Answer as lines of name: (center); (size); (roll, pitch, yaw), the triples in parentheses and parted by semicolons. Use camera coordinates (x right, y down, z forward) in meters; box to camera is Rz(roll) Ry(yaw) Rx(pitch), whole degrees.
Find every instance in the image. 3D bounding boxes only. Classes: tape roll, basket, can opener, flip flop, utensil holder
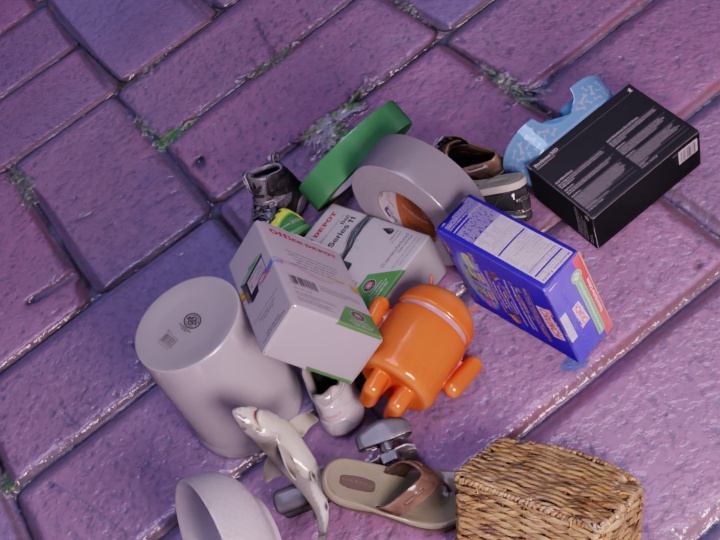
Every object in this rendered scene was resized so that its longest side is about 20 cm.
tape roll: (0.084, -0.098, 1.628); (0.199, 0.201, 0.066); (22, 62, 39)
basket: (0.216, 0.295, 1.310); (0.198, 0.151, 0.142); (13, 25, 35)
can opener: (-0.021, 0.250, 1.472); (0.198, 0.053, 0.068); (-23, 64, 7)
tape roll: (-0.007, -0.175, 1.762); (0.200, 0.200, 0.048); (-42, 88, -12)
flip flop: (0.051, 0.261, 1.393); (0.197, 0.058, 0.082); (11, 52, 0)
utensil holder: (-0.192, 0.130, 1.569); (0.168, 0.201, 0.171); (-14, 46, 15)

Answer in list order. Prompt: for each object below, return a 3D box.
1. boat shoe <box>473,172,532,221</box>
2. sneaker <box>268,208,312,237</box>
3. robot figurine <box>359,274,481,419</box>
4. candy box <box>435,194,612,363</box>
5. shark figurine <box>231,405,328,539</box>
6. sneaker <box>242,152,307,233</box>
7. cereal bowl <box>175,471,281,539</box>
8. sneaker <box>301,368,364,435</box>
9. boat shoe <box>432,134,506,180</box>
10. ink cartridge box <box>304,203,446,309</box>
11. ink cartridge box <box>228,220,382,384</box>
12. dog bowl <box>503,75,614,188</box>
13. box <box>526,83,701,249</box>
boat shoe: (0.165, -0.095, 1.678); (0.199, 0.068, 0.072); (-3, 27, 46)
sneaker: (-0.123, 0.005, 1.728); (0.083, 0.074, 0.202); (21, 75, -7)
robot figurine: (0.077, 0.104, 1.516); (0.143, 0.117, 0.201); (13, 59, 42)
candy box: (0.212, 0.010, 1.489); (0.077, 0.170, 0.199); (-46, 47, -12)
shark figurine: (-0.088, 0.265, 1.431); (0.089, 0.128, 0.216); (-34, 78, 31)
sneaker: (-0.155, -0.091, 1.807); (0.075, 0.114, 0.202); (3, 53, 30)
cereal bowl: (-0.147, 0.332, 1.382); (0.083, 0.202, 0.200); (-19, 39, -24)
sneaker: (-0.046, 0.121, 1.572); (0.077, 0.100, 0.201); (-24, 44, 5)
boat shoe: (0.141, -0.171, 1.754); (0.198, 0.073, 0.073); (8, 56, 34)
ink cartridge box: (0.000, 0.000, 1.668); (0.199, 0.083, 0.147); (20, 62, 39)
ink cartridge box: (-0.076, 0.039, 1.504); (0.084, 0.144, 0.201); (-55, 35, 20)
dog bowl: (0.298, -0.196, 1.677); (0.199, 0.112, 0.050); (-38, 58, -9)
box: (0.356, -0.149, 1.614); (0.199, 0.079, 0.141); (-38, 54, -8)
